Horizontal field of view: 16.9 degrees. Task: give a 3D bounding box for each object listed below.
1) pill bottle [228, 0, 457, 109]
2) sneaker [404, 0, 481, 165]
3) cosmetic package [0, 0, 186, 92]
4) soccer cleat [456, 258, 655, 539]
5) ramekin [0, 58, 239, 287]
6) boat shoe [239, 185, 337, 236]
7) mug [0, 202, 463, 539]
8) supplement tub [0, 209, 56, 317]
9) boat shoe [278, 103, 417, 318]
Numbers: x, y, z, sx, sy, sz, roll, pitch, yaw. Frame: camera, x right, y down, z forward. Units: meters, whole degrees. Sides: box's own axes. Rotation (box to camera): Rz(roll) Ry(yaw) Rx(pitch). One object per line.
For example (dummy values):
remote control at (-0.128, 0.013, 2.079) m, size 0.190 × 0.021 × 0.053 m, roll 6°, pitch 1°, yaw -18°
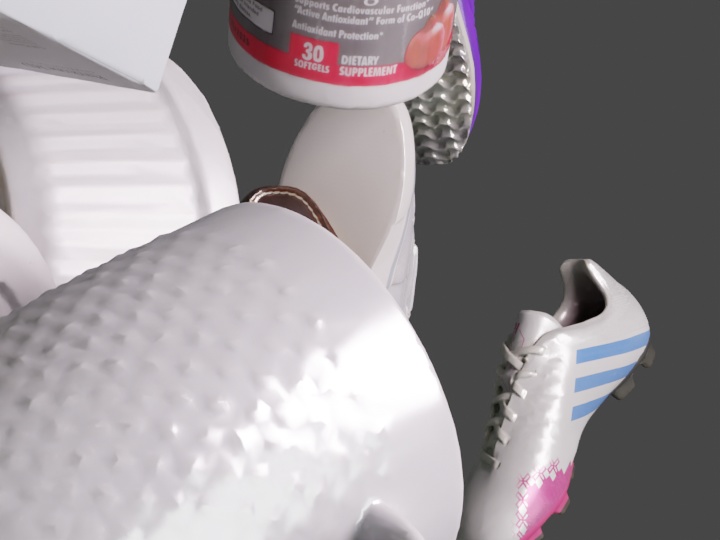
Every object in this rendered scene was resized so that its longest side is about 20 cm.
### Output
pill bottle at (-0.001, -0.186, 1.138) m, size 0.111 × 0.111 × 0.200 m, roll -33°, pitch 141°, yaw -43°
sneaker at (0.039, -0.156, 1.274) m, size 0.100 × 0.069 × 0.200 m, roll -54°, pitch 144°, yaw -50°
cosmetic package at (-0.185, -0.122, 0.885) m, size 0.151 × 0.200 × 0.052 m, roll 29°, pitch 77°, yaw -52°
soccer cleat at (0.100, 0.077, 1.424) m, size 0.086 × 0.070 × 0.200 m, roll 53°, pitch 55°, yaw -26°
ramekin at (-0.143, 0.002, 0.985) m, size 0.094 × 0.202 × 0.203 m, roll 2°, pitch 97°, yaw -40°
boat shoe at (-0.028, 0.048, 1.181) m, size 0.070 × 0.070 × 0.200 m, roll 103°, pitch -22°, yaw -72°
mug at (-0.062, 0.086, 0.770) m, size 0.175 × 0.200 × 0.148 m, roll -27°, pitch 130°, yaw -35°
supplement tub at (-0.220, 0.026, 0.877) m, size 0.144 × 0.200 × 0.145 m, roll -18°, pitch 113°, yaw -48°
boat shoe at (0.000, 0.000, 1.268) m, size 0.068 × 0.072 × 0.200 m, roll -17°, pitch 110°, yaw -65°
